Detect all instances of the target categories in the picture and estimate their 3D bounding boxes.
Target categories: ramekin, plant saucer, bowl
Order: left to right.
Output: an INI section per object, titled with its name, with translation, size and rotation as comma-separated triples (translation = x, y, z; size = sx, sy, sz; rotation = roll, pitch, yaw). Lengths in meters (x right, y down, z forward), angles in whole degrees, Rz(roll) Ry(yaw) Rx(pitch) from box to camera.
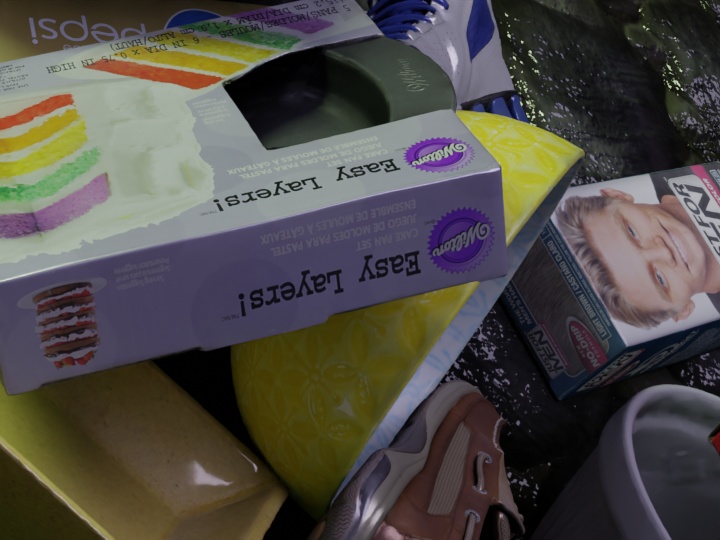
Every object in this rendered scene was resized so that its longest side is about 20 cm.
[plant saucer]
translation = -0.127, 0.055, 0.717
size = 0.200, 0.048, 0.200
rotation = 42, 8, -1
[bowl]
translation = 0.000, 0.000, 0.847
size = 0.107, 0.201, 0.200
rotation = 35, 36, 7
[ramekin]
translation = 0.168, 0.163, 0.906
size = 0.199, 0.105, 0.201
rotation = 31, 28, -18

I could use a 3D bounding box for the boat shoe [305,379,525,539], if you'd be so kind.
[boat shoe]
translation = 0.033, 0.108, 0.842
size = 0.072, 0.076, 0.200
rotation = 36, 23, 7

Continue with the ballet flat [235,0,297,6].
[ballet flat]
translation = -0.061, -0.094, 0.979
size = 0.066, 0.057, 0.200
rotation = 45, 44, -10

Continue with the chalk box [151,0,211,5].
[chalk box]
translation = -0.080, -0.198, 0.834
size = 0.124, 0.199, 0.126
rotation = 26, 52, -62

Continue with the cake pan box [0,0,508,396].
[cake pan box]
translation = -0.060, -0.038, 0.733
size = 0.199, 0.053, 0.184
rotation = -13, 33, -13

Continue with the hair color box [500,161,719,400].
[hair color box]
translation = 0.164, 0.001, 1.103
size = 0.199, 0.060, 0.100
rotation = -12, 67, -49

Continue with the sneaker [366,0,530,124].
[sneaker]
translation = 0.023, -0.117, 1.011
size = 0.199, 0.080, 0.116
rotation = -4, 81, -63

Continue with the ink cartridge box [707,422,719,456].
[ink cartridge box]
translation = 0.249, 0.130, 0.849
size = 0.175, 0.084, 0.201
rotation = 17, 35, -39

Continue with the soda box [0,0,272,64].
[soda box]
translation = -0.105, -0.080, 0.860
size = 0.199, 0.068, 0.064
rotation = 3, 55, -27
